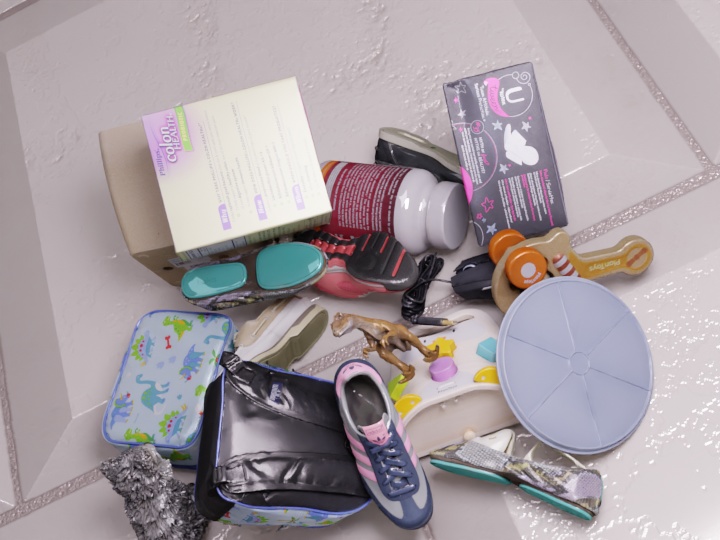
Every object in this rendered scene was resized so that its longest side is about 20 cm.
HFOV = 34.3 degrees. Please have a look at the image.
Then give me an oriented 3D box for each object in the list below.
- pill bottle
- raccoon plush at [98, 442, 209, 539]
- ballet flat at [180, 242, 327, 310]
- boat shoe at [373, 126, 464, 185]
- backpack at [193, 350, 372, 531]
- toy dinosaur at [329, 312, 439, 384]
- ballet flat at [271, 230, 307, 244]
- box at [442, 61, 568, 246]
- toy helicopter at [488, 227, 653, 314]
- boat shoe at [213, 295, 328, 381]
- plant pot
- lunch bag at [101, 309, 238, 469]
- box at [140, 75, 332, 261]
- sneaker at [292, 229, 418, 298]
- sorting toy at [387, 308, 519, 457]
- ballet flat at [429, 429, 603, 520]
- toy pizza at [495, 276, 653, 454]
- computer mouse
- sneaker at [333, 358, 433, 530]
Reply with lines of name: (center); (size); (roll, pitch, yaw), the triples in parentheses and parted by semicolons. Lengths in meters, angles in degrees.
pill bottle: (0.035, -0.081, 1.526); (0.199, 0.113, 0.113); (8, 62, 27)
raccoon plush: (-0.237, 0.298, 1.377); (0.096, 0.134, 0.200); (-29, 52, 2)
ballet flat: (-0.127, 0.010, 1.481); (0.199, 0.072, 0.072); (-10, 55, 17)
boat shoe: (0.104, -0.130, 1.573); (0.199, 0.072, 0.068); (27, 109, 27)
backpack: (-0.087, 0.210, 1.352); (0.199, 0.147, 0.184); (11, 61, -19)
toy dinosaur: (0.041, 0.079, 1.337); (0.106, 0.200, 0.061); (42, 97, 32)
ballet flat: (-0.090, -0.093, 1.615); (0.069, 0.070, 0.201); (-6, 56, 19)
box: (0.179, -0.143, 1.434); (0.114, 0.132, 0.201); (-12, 95, 8)
toy helicopter: (0.251, 0.009, 1.370); (0.199, 0.133, 0.079); (-14, 23, -8)
boat shoe: (-0.127, 0.103, 1.478); (0.068, 0.075, 0.200); (28, 48, 26)
plant pot: (-0.227, -0.090, 1.605); (0.199, 0.200, 0.178); (-11, 67, 16)
lunch bag: (-0.240, 0.150, 1.509); (0.160, 0.083, 0.201); (1, 59, 22)
box: (-0.152, -0.124, 1.456); (0.199, 0.097, 0.177); (-15, 85, -5)
sneaker: (0.000, 0.000, 1.502); (0.199, 0.087, 0.074); (11, 59, 37)
sorting toy: (0.105, 0.119, 1.394); (0.199, 0.107, 0.180); (-21, 34, 9)
ballet flat: (0.177, 0.216, 1.300); (0.199, 0.072, 0.072); (15, 65, 23)
toy pizza: (0.239, 0.106, 1.311); (0.199, 0.032, 0.201); (5, 74, -19)
computer mouse: (0.144, 0.018, 1.430); (0.199, 0.046, 0.141); (5, 38, 25)
sneaker: (0.021, 0.192, 1.268); (0.070, 0.082, 0.201); (-26, 85, -1)
